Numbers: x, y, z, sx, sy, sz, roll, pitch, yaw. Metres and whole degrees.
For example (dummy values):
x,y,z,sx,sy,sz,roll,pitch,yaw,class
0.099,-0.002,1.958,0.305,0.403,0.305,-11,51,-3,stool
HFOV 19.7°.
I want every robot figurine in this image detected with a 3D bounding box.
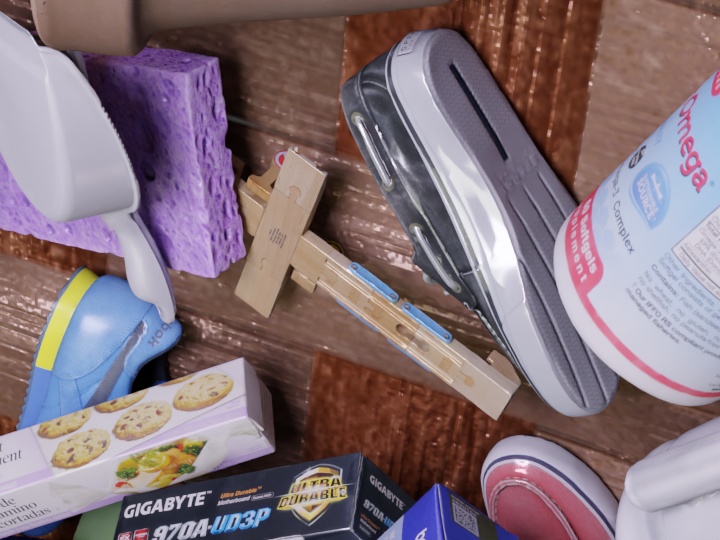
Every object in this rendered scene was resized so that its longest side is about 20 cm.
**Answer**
x,y,z,sx,sy,sz,roll,pitch,yaw,class
0.201,0.116,0.974,0.169,0.114,0.199,30,135,-33,robot figurine

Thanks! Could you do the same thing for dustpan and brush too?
x,y,z,sx,sy,sz,roll,pitch,yaw,class
-0.133,-0.051,0.994,0.139,0.057,0.202,37,145,52,dustpan and brush

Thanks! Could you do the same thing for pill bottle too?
x,y,z,sx,sy,sz,roll,pitch,yaw,class
0.180,-0.037,0.886,0.109,0.109,0.200,40,129,-3,pill bottle

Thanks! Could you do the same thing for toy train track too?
x,y,z,sx,sy,sz,roll,pitch,yaw,class
0.000,0.000,1.041,0.199,0.033,0.115,37,139,10,toy train track

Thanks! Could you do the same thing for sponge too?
x,y,z,sx,sy,sz,roll,pitch,yaw,class
-0.152,-0.067,1.063,0.198,0.030,0.113,13,125,31,sponge

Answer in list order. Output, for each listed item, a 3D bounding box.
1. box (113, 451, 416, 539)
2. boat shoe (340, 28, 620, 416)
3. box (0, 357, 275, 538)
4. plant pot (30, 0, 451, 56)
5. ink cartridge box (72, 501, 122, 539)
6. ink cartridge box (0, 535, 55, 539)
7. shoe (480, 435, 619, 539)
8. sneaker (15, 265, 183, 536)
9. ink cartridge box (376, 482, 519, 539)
x,y,z,sx,sy,sz,roll,pitch,yaw,class
-0.014,0.175,1.113,0.158,0.046,0.200,-13,139,32,box
0.059,-0.019,0.993,0.071,0.072,0.201,-18,102,44,boat shoe
-0.142,0.100,1.107,0.198,0.042,0.039,-18,139,14,box
-0.036,-0.179,0.868,0.173,0.201,0.202,9,127,-2,plant pot
-0.133,0.230,1.260,0.145,0.048,0.201,30,132,6,ink cartridge box
-0.172,0.187,1.127,0.199,0.093,0.045,16,94,59,ink cartridge box
0.108,0.190,1.083,0.071,0.091,0.201,-11,115,31,shoe
-0.149,0.089,1.161,0.078,0.066,0.201,25,129,4,sneaker
0.041,0.198,1.004,0.136,0.077,0.200,37,111,-20,ink cartridge box
